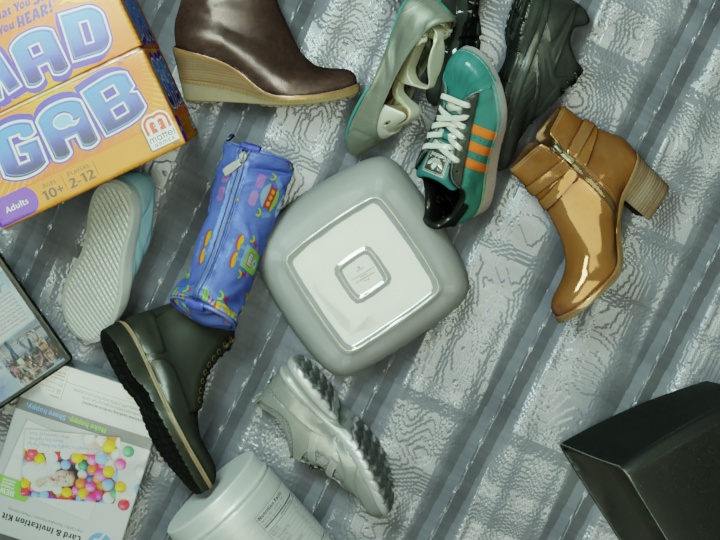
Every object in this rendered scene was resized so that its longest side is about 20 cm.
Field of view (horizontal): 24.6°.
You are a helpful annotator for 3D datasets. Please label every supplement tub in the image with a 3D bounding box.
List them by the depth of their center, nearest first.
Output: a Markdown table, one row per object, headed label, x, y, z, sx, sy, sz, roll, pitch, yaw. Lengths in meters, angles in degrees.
| label | x | y | z | sx | sy | sz | roll | pitch | yaw |
| --- | --- | --- | --- | --- | --- | --- | --- | --- | --- |
| supplement tub | -0.097 | 0.310 | 1.772 | 0.132 | 0.132 | 0.200 | -42 | 97 | 3 |

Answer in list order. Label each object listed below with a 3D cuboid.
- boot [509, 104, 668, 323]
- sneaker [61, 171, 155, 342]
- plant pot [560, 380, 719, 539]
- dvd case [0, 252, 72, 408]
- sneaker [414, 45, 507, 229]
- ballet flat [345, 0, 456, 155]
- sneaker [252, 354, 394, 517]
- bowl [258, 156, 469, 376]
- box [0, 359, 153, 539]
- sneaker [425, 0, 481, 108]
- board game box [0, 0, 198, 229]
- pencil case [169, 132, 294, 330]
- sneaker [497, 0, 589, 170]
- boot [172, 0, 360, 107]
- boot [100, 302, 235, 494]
| label | x | y | z | sx | sy | sz | roll | pitch | yaw |
| --- | --- | --- | --- | --- | --- | --- | --- | --- | --- |
| boot | 0.221 | -0.061 | 1.754 | 0.155 | 0.077 | 0.201 | 35 | 89 | -14 |
| sneaker | -0.256 | -0.015 | 1.753 | 0.074 | 0.082 | 0.201 | 32 | 120 | 14 |
| plant pot | 0.362 | 0.227 | 1.757 | 0.177 | 0.200 | 0.200 | -35 | 98 | -8 |
| dvd case | -0.416 | 0.051 | 1.732 | 0.142 | 0.018 | 0.201 | -33 | 101 | 1 |
| sneaker | 0.100 | -0.130 | 1.701 | 0.071 | 0.080 | 0.201 | 25 | 132 | 33 |
| ballet flat | 0.042 | -0.190 | 1.708 | 0.064 | 0.067 | 0.201 | 39 | 123 | 24 |
| sneaker | -0.037 | 0.190 | 1.798 | 0.082 | 0.075 | 0.201 | -36 | 91 | 17 |
| bowl | 0.000 | 0.000 | 1.763 | 0.199 | 0.075 | 0.201 | -33 | 97 | 4 |
| box | -0.311 | 0.204 | 1.793 | 0.155 | 0.041 | 0.202 | 19 | 98 | -5 |
| sneaker | 0.087 | -0.273 | 1.740 | 0.079 | 0.075 | 0.202 | 13 | 101 | 21 |
| board game box | -0.299 | -0.182 | 1.659 | 0.199 | 0.200 | 0.201 | -25 | 98 | 1 |
| pencil case | -0.134 | -0.040 | 1.721 | 0.077 | 0.087 | 0.202 | 14 | 78 | 21 |
| sneaker | 0.186 | -0.199 | 1.746 | 0.090 | 0.076 | 0.202 | 15 | 101 | -15 |
| boot | -0.097 | -0.257 | 1.722 | 0.198 | 0.072 | 0.168 | 2 | 100 | 1 |
| boot | -0.169 | 0.121 | 1.750 | 0.138 | 0.077 | 0.201 | -29 | 95 | -26 |
